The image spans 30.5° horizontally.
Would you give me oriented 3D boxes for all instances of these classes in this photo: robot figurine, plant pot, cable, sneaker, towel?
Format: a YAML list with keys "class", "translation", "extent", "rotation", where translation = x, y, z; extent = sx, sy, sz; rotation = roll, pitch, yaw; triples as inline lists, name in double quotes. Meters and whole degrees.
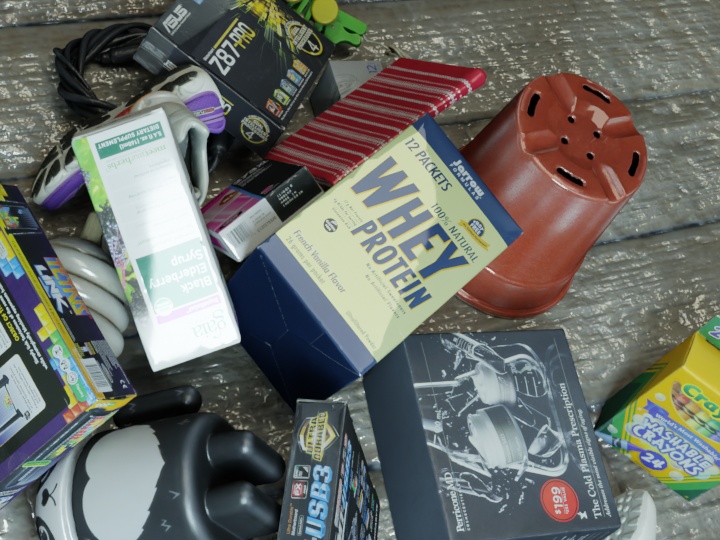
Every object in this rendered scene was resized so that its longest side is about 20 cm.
- class: "robot figurine"
  translation: [-0.159, 0.180, 1.038]
  extent: [0.151, 0.197, 0.126]
  rotation: [-59, 132, -63]
- class: "plant pot"
  translation: [0.181, -0.085, 1.350]
  extent: [0.198, 0.196, 0.203]
  rotation: [12, 57, -19]
- class: "cable"
  translation: [-0.209, -0.184, 1.314]
  extent: [0.198, 0.051, 0.165]
  rotation: [26, 54, -8]
- class: "sneaker"
  translation: [-0.177, -0.051, 1.170]
  extent: [0.075, 0.203, 0.092]
  rotation: [-4, 20, -32]
- class: "towel"
  translation: [0.013, -0.145, 1.278]
  extent: [0.199, 0.144, 0.023]
  rotation: [-37, 119, -20]
- class: "sneaker"
  translation: [0.247, 0.302, 1.240]
  extent: [0.080, 0.076, 0.202]
  rotation: [34, 57, -17]
- class: "sneaker"
  translation: [-0.212, -0.107, 1.224]
  extent: [0.198, 0.081, 0.084]
  rotation: [-30, 116, -3]

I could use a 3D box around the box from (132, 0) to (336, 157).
- class: "box"
  translation: [-0.121, -0.222, 1.338]
  extent: [0.160, 0.049, 0.201]
  rotation: [36, 36, -8]

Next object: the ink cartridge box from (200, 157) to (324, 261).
- class: "ink cartridge box"
  translation: [-0.100, -0.059, 1.190]
  extent: [0.094, 0.200, 0.037]
  rotation: [-39, 104, -9]

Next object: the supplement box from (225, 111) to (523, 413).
- class: "supplement box"
  translation: [0.000, 0.000, 1.164]
  extent: [0.199, 0.200, 0.135]
  rotation: [-39, 90, -24]

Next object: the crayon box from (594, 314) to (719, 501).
- class: "crayon box"
  translation: [0.331, 0.139, 1.286]
  extent: [0.125, 0.200, 0.052]
  rotation: [35, 53, -2]

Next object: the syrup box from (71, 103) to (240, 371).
- class: "syrup box"
  translation: [-0.166, -0.028, 1.088]
  extent: [0.078, 0.081, 0.203]
  rotation: [-18, 102, -4]

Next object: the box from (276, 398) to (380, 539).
- class: "box"
  translation: [-0.026, 0.238, 1.065]
  extent: [0.049, 0.199, 0.202]
  rotation: [-1, 58, 11]

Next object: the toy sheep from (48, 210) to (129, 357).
- class: "toy sheep"
  translation: [-0.259, 0.039, 1.113]
  extent: [0.136, 0.138, 0.203]
  rotation: [21, 73, -13]

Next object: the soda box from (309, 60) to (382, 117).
- class: "soda box"
  translation: [0.009, -0.117, 1.367]
  extent: [0.063, 0.068, 0.202]
  rotation: [-4, 65, -27]

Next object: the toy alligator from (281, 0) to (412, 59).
- class: "toy alligator"
  translation: [-0.039, -0.267, 1.444]
  extent: [0.199, 0.059, 0.055]
  rotation: [35, 93, -3]

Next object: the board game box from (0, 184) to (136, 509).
- class: "board game box"
  translation: [-0.288, 0.062, 1.023]
  extent: [0.201, 0.165, 0.057]
  rotation: [57, 21, 14]

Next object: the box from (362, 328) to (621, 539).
- class: "box"
  translation: [0.118, 0.168, 1.229]
  extent: [0.180, 0.104, 0.202]
  rotation: [-1, 62, -24]
